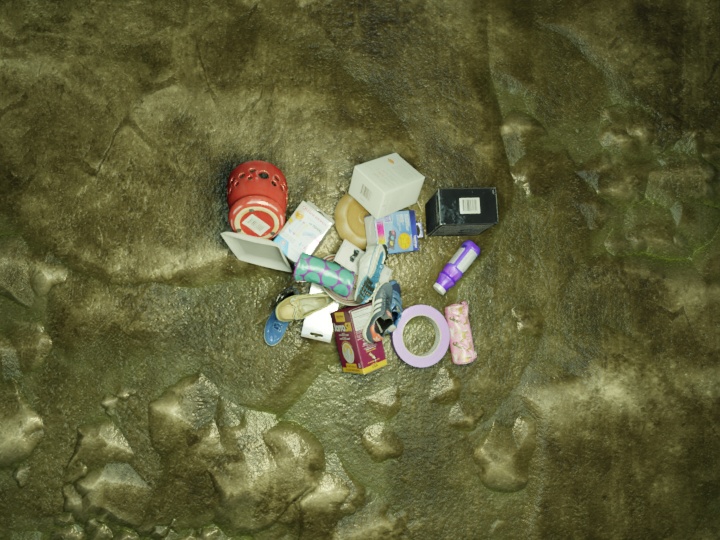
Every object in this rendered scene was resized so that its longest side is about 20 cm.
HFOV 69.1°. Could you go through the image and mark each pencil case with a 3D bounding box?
[{"bbox_3d":[0.338,0.211,1.769,0.084,0.083,0.207,-9,85,-8],"label":"pencil case"},{"bbox_3d":[-0.113,0.016,1.623,0.195,0.085,0.095,20,101,-14],"label":"pencil case"}]

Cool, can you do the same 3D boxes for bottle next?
[{"bbox_3d":[0.326,-0.008,1.787,0.065,0.084,0.201,40,81,-2],"label":"bottle"}]

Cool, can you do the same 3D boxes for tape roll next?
[{"bbox_3d":[0.199,0.220,1.762,0.193,0.066,0.207,1,85,-7],"label":"tape roll"}]

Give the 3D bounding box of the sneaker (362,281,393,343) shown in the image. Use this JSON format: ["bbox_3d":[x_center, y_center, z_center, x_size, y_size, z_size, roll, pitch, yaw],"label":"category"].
[{"bbox_3d":[0.075,0.129,1.622,0.074,0.084,0.205,29,67,-31],"label":"sneaker"}]

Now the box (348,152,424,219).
[{"bbox_3d":[0.086,-0.279,1.710,0.197,0.108,0.152,-24,57,-36],"label":"box"}]

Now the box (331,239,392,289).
[{"bbox_3d":[0.000,0.000,1.730,0.197,0.060,0.118,32,43,-7],"label":"box"}]

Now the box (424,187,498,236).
[{"bbox_3d":[0.330,-0.193,1.747,0.193,0.198,0.127,-2,82,-6],"label":"box"}]

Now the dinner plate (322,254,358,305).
[{"bbox_3d":[-0.055,0.034,1.725,0.195,0.024,0.204,19,45,-20],"label":"dinner plate"}]

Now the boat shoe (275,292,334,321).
[{"bbox_3d":[-0.173,0.111,1.643,0.196,0.062,0.076,-10,90,-34],"label":"boat shoe"}]

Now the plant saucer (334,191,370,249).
[{"bbox_3d":[0.009,-0.176,1.767,0.194,0.035,0.207,2,85,-22],"label":"plant saucer"}]

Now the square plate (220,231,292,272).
[{"bbox_3d":[-0.321,-0.062,1.647,0.192,0.201,0.029,14,69,10],"label":"square plate"}]

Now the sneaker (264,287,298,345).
[{"bbox_3d":[-0.258,0.148,1.694,0.075,0.111,0.204,28,83,-3],"label":"sneaker"}]

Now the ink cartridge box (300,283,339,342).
[{"bbox_3d":[-0.129,0.128,1.742,0.106,0.050,0.206,13,84,-6],"label":"ink cartridge box"}]

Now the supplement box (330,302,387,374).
[{"bbox_3d":[-0.007,0.219,1.684,0.101,0.130,0.206,-14,91,-33],"label":"supplement box"}]

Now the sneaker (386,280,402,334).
[{"bbox_3d":[0.107,0.121,1.727,0.073,0.081,0.204,34,54,-29],"label":"sneaker"}]

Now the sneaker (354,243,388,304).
[{"bbox_3d":[0.018,0.009,1.650,0.075,0.085,0.204,39,69,-46],"label":"sneaker"}]

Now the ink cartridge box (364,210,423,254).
[{"bbox_3d":[0.118,-0.127,1.754,0.195,0.076,0.141,-9,92,-30],"label":"ink cartridge box"}]

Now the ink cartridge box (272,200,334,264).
[{"bbox_3d":[-0.184,-0.122,1.720,0.127,0.125,0.202,35,83,-2],"label":"ink cartridge box"}]

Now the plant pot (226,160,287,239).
[{"bbox_3d":[-0.323,-0.211,1.645,0.194,0.204,0.186,-7,48,-7],"label":"plant pot"}]
